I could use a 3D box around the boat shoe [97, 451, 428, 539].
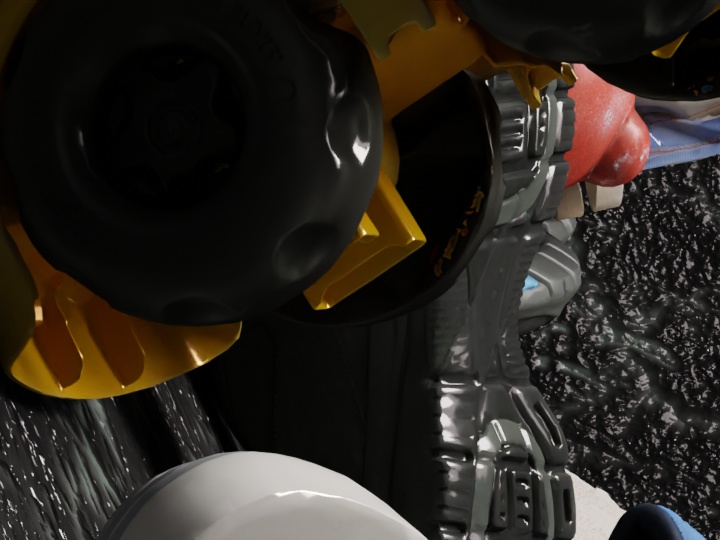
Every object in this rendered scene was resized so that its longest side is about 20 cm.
[{"bbox_3d":[-0.009,0.079,0.572,0.068,0.072,0.200,36,-4,33],"label":"boat shoe"}]

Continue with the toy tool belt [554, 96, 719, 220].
[{"bbox_3d":[0.088,-0.072,0.941,0.200,0.124,0.124,-85,165,-71],"label":"toy tool belt"}]

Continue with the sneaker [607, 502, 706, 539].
[{"bbox_3d":[0.050,0.125,0.730,0.079,0.066,0.200,58,34,-9],"label":"sneaker"}]

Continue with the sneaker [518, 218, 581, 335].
[{"bbox_3d":[0.022,0.009,0.928,0.073,0.082,0.200,36,10,6],"label":"sneaker"}]

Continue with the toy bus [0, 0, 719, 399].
[{"bbox_3d":[-0.013,-0.096,0.601,0.193,0.199,0.136,61,14,11],"label":"toy bus"}]

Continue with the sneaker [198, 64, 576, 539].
[{"bbox_3d":[0.000,0.000,0.726,0.076,0.090,0.201,4,87,-54],"label":"sneaker"}]

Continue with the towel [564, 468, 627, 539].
[{"bbox_3d":[0.082,0.101,0.891,0.200,0.035,0.132,37,6,10],"label":"towel"}]

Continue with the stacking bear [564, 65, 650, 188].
[{"bbox_3d":[0.022,-0.115,0.789,0.114,0.121,0.201,-130,-153,-84],"label":"stacking bear"}]
